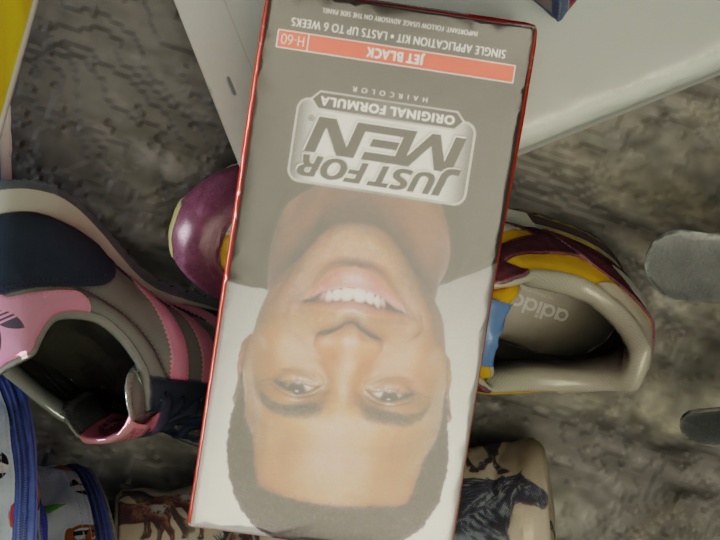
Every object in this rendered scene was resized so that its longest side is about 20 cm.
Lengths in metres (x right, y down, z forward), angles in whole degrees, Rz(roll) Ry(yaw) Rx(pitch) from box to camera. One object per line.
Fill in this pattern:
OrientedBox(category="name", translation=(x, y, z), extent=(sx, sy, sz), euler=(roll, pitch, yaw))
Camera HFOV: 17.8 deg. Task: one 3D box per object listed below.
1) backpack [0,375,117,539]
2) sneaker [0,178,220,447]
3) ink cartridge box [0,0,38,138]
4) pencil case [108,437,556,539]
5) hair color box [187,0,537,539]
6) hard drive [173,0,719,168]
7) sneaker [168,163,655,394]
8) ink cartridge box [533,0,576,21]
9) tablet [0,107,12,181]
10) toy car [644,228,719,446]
OrientedBox(category="backpack", translation=(-0.174, 0.128, 0.892), extent=(0.154, 0.200, 0.191), euler=(0, 114, -23))
OrientedBox(category="sneaker", translation=(-0.088, 0.045, 0.897), extent=(0.070, 0.082, 0.200), euler=(-32, 138, 24))
OrientedBox(category="ink cartridge box", translation=(-0.207, -0.113, 0.778), extent=(0.200, 0.047, 0.198), euler=(7, 139, -16))
OrientedBox(category="pencil case", translation=(-0.010, 0.120, 0.968), extent=(0.200, 0.089, 0.078), euler=(-7, 81, -5))
OrientedBox(category="hair color box", translation=(0.000, 0.000, 0.856), extent=(0.101, 0.061, 0.200), euler=(8, 97, -2))
OrientedBox(category="hard drive", translation=(0.035, -0.105, 0.901), extent=(0.200, 0.026, 0.132), euler=(-22, 85, 1))
OrientedBox(category="sneaker", translation=(0.023, 0.003, 0.925), extent=(0.200, 0.090, 0.075), euler=(9, 107, -10))
OrientedBox(category="ink cartridge box", translation=(0.109, -0.199, 0.822), extent=(0.076, 0.136, 0.200), euler=(40, 88, 8))
OrientedBox(category="tablet", translation=(-0.202, -0.017, 0.906), extent=(0.130, 0.014, 0.200), euler=(-1, 124, -7))
OrientedBox(category="toy car", translation=(0.220, 0.010, 0.929), extent=(0.200, 0.158, 0.164), euler=(-13, 120, 7))
